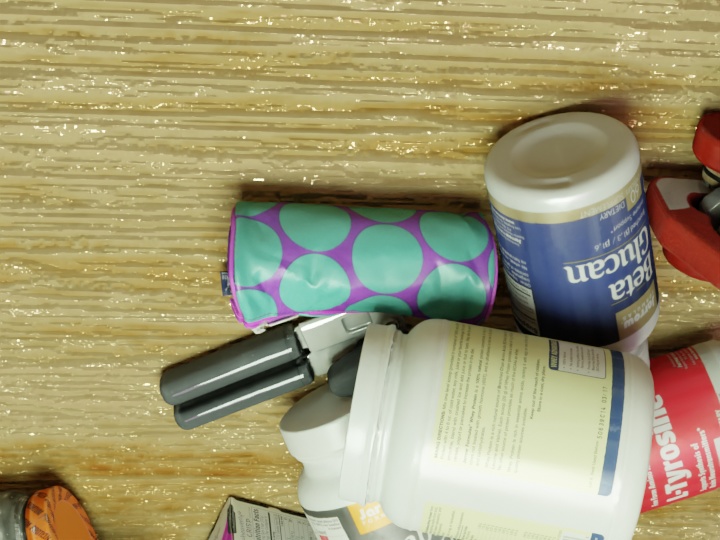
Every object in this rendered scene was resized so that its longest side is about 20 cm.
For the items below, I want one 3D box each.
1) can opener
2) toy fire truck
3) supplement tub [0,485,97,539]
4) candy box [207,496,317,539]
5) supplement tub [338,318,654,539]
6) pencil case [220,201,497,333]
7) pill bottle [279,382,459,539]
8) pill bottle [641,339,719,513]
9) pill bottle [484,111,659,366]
[{"bbox_3d":[-0.055,0.077,1.079,0.197,0.067,0.054,-21,123,5],"label":"can opener"},{"bbox_3d":[0.310,-0.022,1.014,0.197,0.169,0.113,4,122,-12],"label":"toy fire truck"},{"bbox_3d":[-0.309,0.252,1.118,0.198,0.123,0.123,-23,123,6],"label":"supplement tub"},{"bbox_3d":[-0.046,0.284,1.218,0.197,0.061,0.138,17,118,-19],"label":"candy box"},{"bbox_3d":[0.092,0.114,0.978,0.197,0.146,0.147,10,122,3],"label":"supplement tub"},{"bbox_3d":[0.000,0.000,1.025,0.197,0.085,0.094,1,86,-10],"label":"pencil case"},{"bbox_3d":[0.019,0.188,1.110,0.115,0.117,0.202,-23,104,7],"label":"pill bottle"},{"bbox_3d":[0.211,0.138,1.134,0.197,0.113,0.113,-19,124,3],"label":"pill bottle"},{"bbox_3d":[0.160,-0.003,1.037,0.109,0.112,0.202,-15,124,1],"label":"pill bottle"}]
